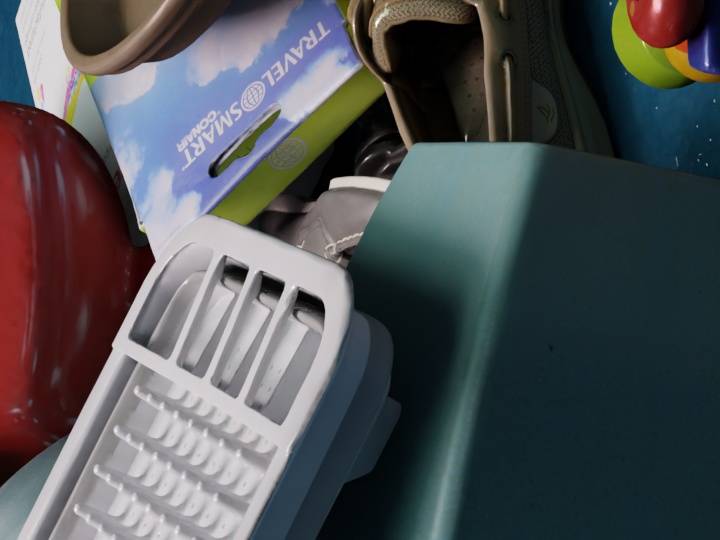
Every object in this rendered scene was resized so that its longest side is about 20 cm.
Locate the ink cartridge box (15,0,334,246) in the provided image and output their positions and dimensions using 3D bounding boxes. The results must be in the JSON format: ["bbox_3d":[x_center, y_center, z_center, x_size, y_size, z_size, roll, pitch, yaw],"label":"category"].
[{"bbox_3d":[-0.091,-0.095,1.227,0.148,0.085,0.201,118,146,-43],"label":"ink cartridge box"}]

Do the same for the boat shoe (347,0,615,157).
[{"bbox_3d":[0.033,-0.094,0.951,0.071,0.064,0.201,-43,52,31],"label":"boat shoe"}]

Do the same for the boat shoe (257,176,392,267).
[{"bbox_3d":[0.000,0.000,1.034,0.200,0.067,0.057,175,111,-73],"label":"boat shoe"}]

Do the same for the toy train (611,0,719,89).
[{"bbox_3d":[0.109,-0.074,0.794,0.116,0.084,0.201,164,106,-75],"label":"toy train"}]

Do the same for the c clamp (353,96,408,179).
[{"bbox_3d":[0.008,-0.111,1.062,0.171,0.027,0.201,-51,44,34],"label":"c clamp"}]

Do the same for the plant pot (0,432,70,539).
[{"bbox_3d":[-0.075,0.172,1.082,0.134,0.200,0.201,34,124,30],"label":"plant pot"}]

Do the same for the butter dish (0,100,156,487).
[{"bbox_3d":[-0.141,0.011,1.095,0.200,0.147,0.201,58,-152,-76],"label":"butter dish"}]

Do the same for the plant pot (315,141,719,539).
[{"bbox_3d":[0.057,0.064,0.831,0.141,0.141,0.201,7,88,66],"label":"plant pot"}]

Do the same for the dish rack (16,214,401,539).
[{"bbox_3d":[-0.058,0.087,0.823,0.201,0.043,0.172,-63,24,-3],"label":"dish rack"}]

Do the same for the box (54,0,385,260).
[{"bbox_3d":[-0.057,-0.101,1.066,0.122,0.048,0.200,-43,46,20],"label":"box"}]

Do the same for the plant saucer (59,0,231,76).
[{"bbox_3d":[-0.058,-0.164,1.003,0.200,0.029,0.201,-48,30,39],"label":"plant saucer"}]
